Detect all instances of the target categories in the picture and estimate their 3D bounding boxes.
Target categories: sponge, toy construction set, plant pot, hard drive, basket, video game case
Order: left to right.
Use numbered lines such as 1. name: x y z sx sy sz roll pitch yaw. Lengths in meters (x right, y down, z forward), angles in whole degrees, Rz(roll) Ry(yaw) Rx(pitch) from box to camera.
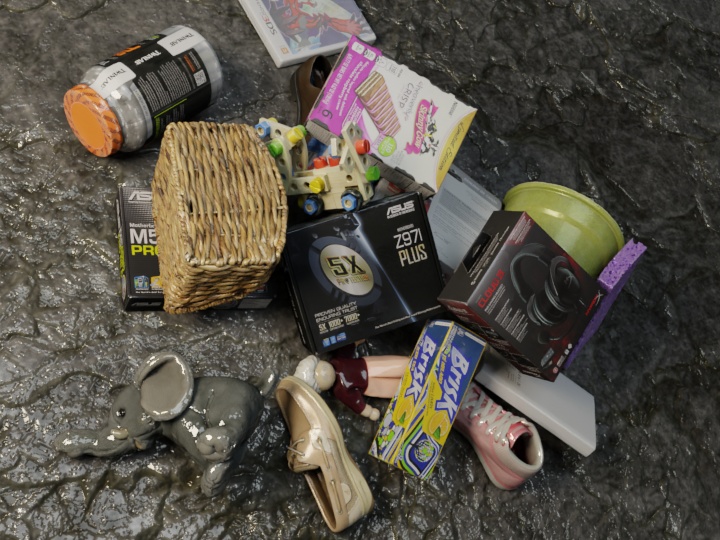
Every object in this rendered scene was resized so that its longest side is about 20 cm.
1. basket: -0.174 -0.064 1.107 0.141 0.149 0.202 -3 64 -24
2. video game case: -0.095 -0.432 1.471 0.199 0.023 0.183 -23 77 -33
3. toy construction set: -0.050 -0.137 1.136 0.092 0.199 0.132 -31 114 -39
4. hard drive: 0.256 0.171 1.299 0.199 0.027 0.132 35 29 -5
5. plant pot: 0.268 0.003 1.337 0.200 0.200 0.185 34 66 -6
6. sponge: 0.355 0.052 1.335 0.030 0.201 0.111 36 51 18

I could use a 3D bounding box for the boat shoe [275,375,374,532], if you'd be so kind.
1. boat shoe: -0.057 0.228 1.118 0.064 0.071 0.201 -25 79 -34

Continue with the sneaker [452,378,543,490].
1. sneaker: 0.179 0.203 1.226 0.075 0.105 0.201 -30 80 -29

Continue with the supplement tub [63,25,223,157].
1. supplement tub: -0.294 -0.243 1.215 0.123 0.123 0.200 47 54 3

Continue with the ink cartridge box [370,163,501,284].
1. ink cartridge box: 0.098 -0.080 1.332 0.199 0.084 0.176 36 52 -14

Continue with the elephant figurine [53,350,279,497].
1. elephant figurine: -0.225 0.164 1.044 0.199 0.142 0.155 25 26 6

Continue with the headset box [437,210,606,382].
1. headset box: 0.209 0.027 1.179 0.200 0.077 0.149 41 76 -24

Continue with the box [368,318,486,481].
1. box: 0.089 0.167 1.174 0.064 0.070 0.201 29 78 -24

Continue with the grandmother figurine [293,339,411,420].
1. grandmother figurine: 0.002 0.139 1.203 0.198 0.061 0.122 2 55 -28

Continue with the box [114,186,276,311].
1. box: -0.220 -0.028 1.187 0.198 0.044 0.162 1 65 -25

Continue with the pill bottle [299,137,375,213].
1. pill bottle: -0.006 -0.186 1.277 0.112 0.112 0.201 34 78 -6

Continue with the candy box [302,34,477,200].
1. candy box: 0.039 -0.203 1.201 0.199 0.061 0.137 28 78 -10

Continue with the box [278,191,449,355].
1. box: 0.000 0.000 1.185 0.198 0.086 0.165 -17 98 -12

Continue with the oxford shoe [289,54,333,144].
1. oxford shoe: -0.054 -0.235 1.351 0.072 0.084 0.202 -8 74 -34
